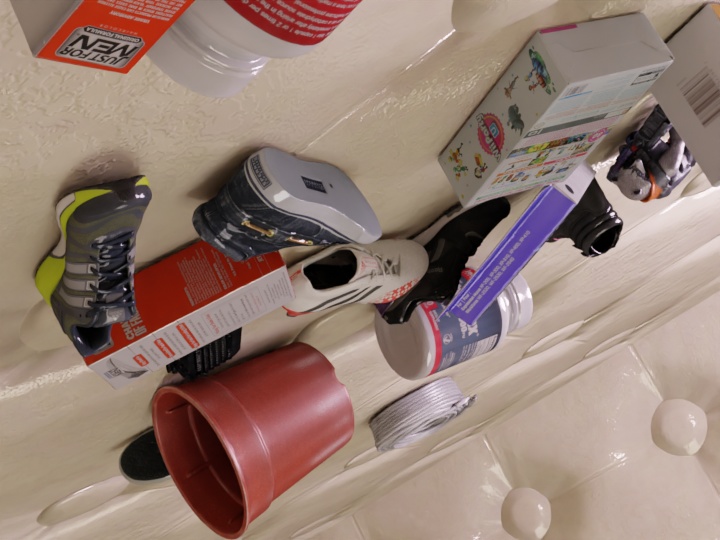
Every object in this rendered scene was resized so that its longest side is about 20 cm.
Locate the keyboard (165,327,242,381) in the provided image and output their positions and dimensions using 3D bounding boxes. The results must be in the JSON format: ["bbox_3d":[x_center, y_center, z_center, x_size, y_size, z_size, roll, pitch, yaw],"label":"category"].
[{"bbox_3d":[-0.173,0.091,1.247,0.103,0.040,0.200,-25,161,-15],"label":"keyboard"}]

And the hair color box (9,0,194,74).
[{"bbox_3d":[-0.083,-0.190,0.486,0.199,0.102,0.061,-37,161,29],"label":"hair color box"}]

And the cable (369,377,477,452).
[{"bbox_3d":[0.111,0.284,2.188,0.198,0.070,0.200,-18,161,-28],"label":"cable"}]

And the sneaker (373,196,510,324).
[{"bbox_3d":[0.101,-0.008,1.310,0.199,0.088,0.076,-33,162,15],"label":"sneaker"}]

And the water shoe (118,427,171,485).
[{"bbox_3d":[-0.227,0.233,1.510,0.198,0.072,0.079,-26,165,-5],"label":"water shoe"}]

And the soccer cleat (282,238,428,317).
[{"bbox_3d":[0.000,0.000,1.215,0.198,0.069,0.085,-13,162,-30],"label":"soccer cleat"}]

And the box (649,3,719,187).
[{"bbox_3d":[0.417,-0.188,1.182,0.199,0.153,0.106,-12,156,-43],"label":"box"}]

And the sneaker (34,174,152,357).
[{"bbox_3d":[-0.197,-0.004,0.869,0.073,0.082,0.200,-18,160,-31],"label":"sneaker"}]

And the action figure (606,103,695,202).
[{"bbox_3d":[0.384,-0.150,1.332,0.192,0.105,0.200,-34,167,-15],"label":"action figure"}]

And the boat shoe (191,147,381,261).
[{"bbox_3d":[-0.062,-0.048,0.987,0.090,0.071,0.200,-34,155,21],"label":"boat shoe"}]

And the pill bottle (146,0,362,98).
[{"bbox_3d":[-0.032,-0.183,0.566,0.200,0.113,0.112,-40,160,31],"label":"pill bottle"}]

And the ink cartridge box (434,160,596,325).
[{"bbox_3d":[0.181,-0.030,1.279,0.199,0.043,0.200,-53,173,28],"label":"ink cartridge box"}]

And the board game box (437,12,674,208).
[{"bbox_3d":[0.184,-0.151,1.076,0.146,0.065,0.200,-16,157,-33],"label":"board game box"}]

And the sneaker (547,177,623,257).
[{"bbox_3d":[0.278,-0.051,1.445,0.070,0.100,0.200,-26,164,-11],"label":"sneaker"}]

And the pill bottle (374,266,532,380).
[{"bbox_3d":[0.129,0.061,1.496,0.198,0.121,0.120,-18,160,-32],"label":"pill bottle"}]

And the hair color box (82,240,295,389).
[{"bbox_3d":[-0.165,0.031,1.051,0.198,0.064,0.111,-28,164,-7],"label":"hair color box"}]

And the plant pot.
[{"bbox_3d":[-0.125,0.194,1.392,0.194,0.202,0.201,-27,165,-34],"label":"plant pot"}]
